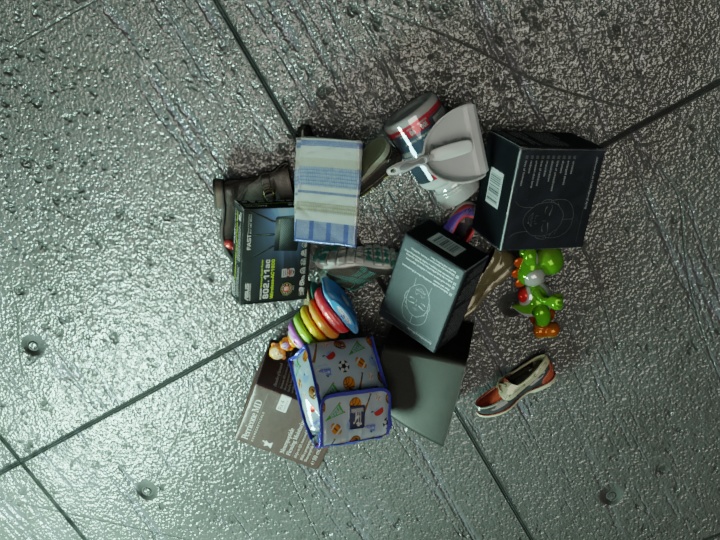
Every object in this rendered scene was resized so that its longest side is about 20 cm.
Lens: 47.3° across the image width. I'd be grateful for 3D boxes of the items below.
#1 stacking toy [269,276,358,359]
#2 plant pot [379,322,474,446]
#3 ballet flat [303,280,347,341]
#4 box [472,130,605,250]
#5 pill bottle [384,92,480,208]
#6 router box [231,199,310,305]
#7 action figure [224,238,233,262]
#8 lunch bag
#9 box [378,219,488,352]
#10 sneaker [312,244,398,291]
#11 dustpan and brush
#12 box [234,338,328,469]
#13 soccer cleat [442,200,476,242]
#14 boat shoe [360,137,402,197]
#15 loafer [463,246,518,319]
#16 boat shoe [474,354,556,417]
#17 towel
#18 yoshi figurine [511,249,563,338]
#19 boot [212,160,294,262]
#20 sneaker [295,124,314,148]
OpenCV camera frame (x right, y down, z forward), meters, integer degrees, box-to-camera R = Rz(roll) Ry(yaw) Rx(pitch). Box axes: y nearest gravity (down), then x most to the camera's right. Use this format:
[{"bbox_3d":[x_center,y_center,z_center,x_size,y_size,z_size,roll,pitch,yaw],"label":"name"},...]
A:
[{"bbox_3d":[-0.108,0.119,1.681,0.198,0.110,0.117,-35,111,8],"label":"stacking toy"},{"bbox_3d":[0.128,0.214,1.738,0.174,0.200,0.204,16,113,6],"label":"plant pot"},{"bbox_3d":[-0.087,0.118,1.770,0.064,0.071,0.203,-17,108,28],"label":"ballet flat"},{"bbox_3d":[0.338,-0.154,1.574,0.193,0.124,0.204,-2,114,-22],"label":"box"},{"bbox_3d":[0.145,-0.227,1.588,0.118,0.120,0.201,-31,108,14],"label":"pill bottle"},{"bbox_3d":[-0.177,-0.039,1.635,0.147,0.062,0.204,-5,111,-26],"label":"router box"},{"bbox_3d":[-0.203,-0.011,1.698,0.066,0.052,0.199,-47,127,10],"label":"action figure"},{"bbox_3d":[-0.035,0.245,1.646,0.167,0.204,0.124,-3,157,-27],"label":"lunch bag"},{"bbox_3d":[0.143,0.030,1.641,0.147,0.107,0.203,33,124,22],"label":"box"},{"bbox_3d":[0.000,0.000,1.721,0.195,0.078,0.093,2,124,8],"label":"sneaker"},{"bbox_3d":[0.137,-0.211,1.496,0.196,0.057,0.142,-17,107,-4],"label":"dustpan and brush"},{"bbox_3d":[-0.144,0.289,1.777,0.197,0.165,0.168,21,120,-6],"label":"box"},{"bbox_3d":[0.179,-0.048,1.684,0.067,0.073,0.202,29,110,-10],"label":"soccer cleat"},{"bbox_3d":[-0.005,-0.169,1.583,0.200,0.073,0.060,-38,136,25],"label":"boat shoe"},{"bbox_3d":[0.240,0.024,1.715,0.067,0.076,0.200,43,98,-14],"label":"loafer"},{"bbox_3d":[0.333,0.252,1.799,0.198,0.072,0.063,-29,124,7],"label":"boat shoe"},{"bbox_3d":[-0.063,-0.151,1.556,0.144,0.024,0.205,6,98,27],"label":"towel"},{"bbox_3d":[0.381,0.030,1.686,0.111,0.112,0.203,13,131,42],"label":"yoshi figurine"},{"bbox_3d":[-0.206,-0.116,1.680,0.170,0.070,0.204,-8,119,-3],"label":"boot"},{"bbox_3d":[-0.073,-0.199,1.644,0.088,0.070,0.204,-14,112,-9],"label":"sneaker"}]
